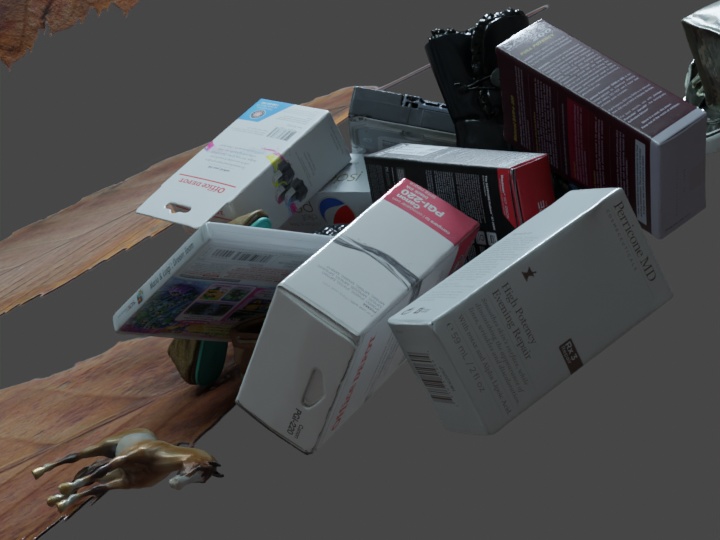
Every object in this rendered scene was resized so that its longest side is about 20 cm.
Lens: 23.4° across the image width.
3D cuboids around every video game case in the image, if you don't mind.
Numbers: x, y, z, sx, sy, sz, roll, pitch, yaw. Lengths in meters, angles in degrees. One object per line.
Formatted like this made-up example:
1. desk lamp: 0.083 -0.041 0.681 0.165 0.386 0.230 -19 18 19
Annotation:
1. video game case: -0.101 0.016 1.610 0.200 0.024 0.182 6 -32 -36

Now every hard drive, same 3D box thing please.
1. hard drive: 0.060 -0.130 1.829 0.139 0.038 0.200 11 -16 4

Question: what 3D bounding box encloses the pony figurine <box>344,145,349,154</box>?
1. pony figurine: -0.025 -0.102 2.031 0.200 0.167 0.193 -16 17 -19

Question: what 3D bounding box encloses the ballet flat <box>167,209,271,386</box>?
1. ballet flat: -0.149 0.017 1.713 0.072 0.200 0.068 34 29 30

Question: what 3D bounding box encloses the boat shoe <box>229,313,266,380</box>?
1. boat shoe: -0.038 0.052 1.591 0.200 0.072 0.076 -21 15 26

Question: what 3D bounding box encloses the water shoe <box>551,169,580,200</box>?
1. water shoe: 0.187 -0.066 1.573 0.071 0.079 0.200 -12 21 49

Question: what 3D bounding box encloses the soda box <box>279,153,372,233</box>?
1. soda box: -0.033 -0.080 1.845 0.200 0.064 0.068 2 42 36

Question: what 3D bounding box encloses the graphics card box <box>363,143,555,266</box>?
1. graphics card box: 0.090 -0.041 1.497 0.051 0.126 0.200 -23 19 -34

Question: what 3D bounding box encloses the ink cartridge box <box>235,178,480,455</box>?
1. ink cartridge box: -0.002 0.036 1.422 0.200 0.085 0.146 -44 -18 -47

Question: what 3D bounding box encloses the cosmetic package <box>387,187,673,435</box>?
1. cosmetic package: 0.129 0.028 1.297 0.200 0.102 0.074 -35 16 -23

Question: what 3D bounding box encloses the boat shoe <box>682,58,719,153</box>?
1. boat shoe: 0.341 -0.164 1.670 0.071 0.064 0.200 -25 14 11

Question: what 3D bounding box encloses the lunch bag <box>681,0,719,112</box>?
1. lunch bag: 0.405 -0.188 1.506 0.164 0.118 0.200 -28 27 -7

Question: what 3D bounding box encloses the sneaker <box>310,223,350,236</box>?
1. sneaker: 0.000 0.000 1.682 0.200 0.083 0.072 -10 20 40

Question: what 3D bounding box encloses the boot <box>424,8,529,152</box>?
1. boot: 0.172 -0.171 1.662 0.200 0.169 0.076 -11 -7 -1

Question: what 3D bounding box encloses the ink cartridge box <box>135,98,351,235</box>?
1. ink cartridge box: -0.121 -0.088 1.796 0.115 0.068 0.200 15 50 46

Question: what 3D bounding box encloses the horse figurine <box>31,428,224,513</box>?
1. horse figurine: -0.210 0.173 1.513 0.132 0.050 0.200 -19 4 -20

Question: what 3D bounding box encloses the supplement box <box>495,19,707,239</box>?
1. supplement box: 0.206 -0.124 1.501 0.061 0.109 0.200 -34 49 -23
